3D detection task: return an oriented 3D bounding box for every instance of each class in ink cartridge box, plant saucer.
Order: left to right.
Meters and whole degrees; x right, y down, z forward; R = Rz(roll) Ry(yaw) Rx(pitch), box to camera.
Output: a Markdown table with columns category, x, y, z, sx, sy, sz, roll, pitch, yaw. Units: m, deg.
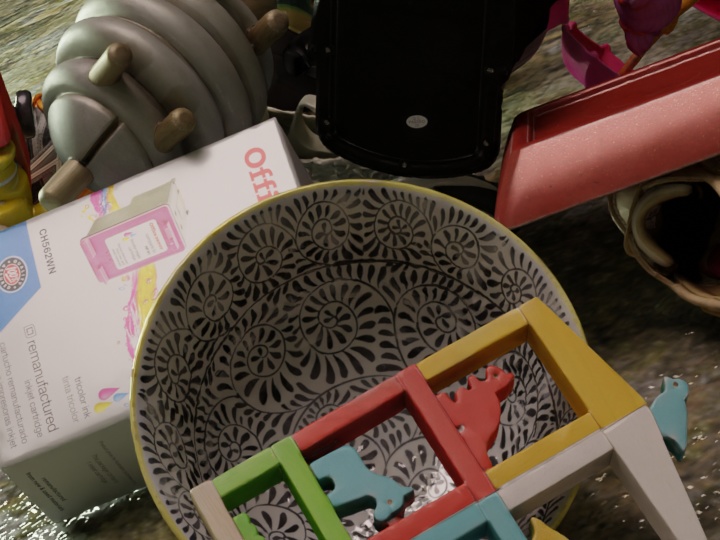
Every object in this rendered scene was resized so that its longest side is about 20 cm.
| category | x | y | z | sx | sy | sz | roll | pitch | yaw |
| --- | --- | --- | --- | --- | --- | --- | --- | --- | --- |
| ink cartridge box | -0.104 | 0.026 | 1.016 | 0.198 | 0.085 | 0.145 | -22 | 59 | 1 |
| plant saucer | 0.159 | -0.085 | 0.989 | 0.198 | 0.037 | 0.200 | -19 | 9 | 9 |

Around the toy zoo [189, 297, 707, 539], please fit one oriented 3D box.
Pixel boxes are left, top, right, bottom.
| category | x | y | z | sx | sy | sz | roll | pitch | yaw |
| --- | --- | --- | --- | --- | --- | --- | --- | --- | --- |
| toy zoo | 0.048 | 0.096 | 0.755 | 0.199 | 0.021 | 0.132 | -29 | 66 | -13 |

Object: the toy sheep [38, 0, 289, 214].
| category | x | y | z | sx | sy | sz | roll | pitch | yaw |
| --- | --- | --- | --- | --- | --- | --- | --- | --- | --- |
| toy sheep | -0.117 | -0.106 | 1.075 | 0.137 | 0.139 | 0.200 | 3 | 40 | 49 |

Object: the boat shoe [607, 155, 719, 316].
| category | x | y | z | sx | sy | sz | roll | pitch | yaw |
| --- | --- | --- | --- | --- | --- | --- | --- | --- | --- |
| boat shoe | 0.167 | -0.024 | 0.931 | 0.069 | 0.074 | 0.200 | 7 | 12 | -22 |

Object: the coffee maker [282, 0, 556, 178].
| category | x | y | z | sx | sy | sz | roll | pitch | yaw |
| --- | --- | --- | --- | --- | --- | --- | --- | --- | --- |
| coffee maker | 0.059 | -0.173 | 1.073 | 0.193 | 0.134 | 0.200 | -62 | -1 | 30 |

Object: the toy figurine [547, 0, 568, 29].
| category | x | y | z | sx | sy | sz | roll | pitch | yaw |
| --- | --- | --- | --- | --- | --- | --- | --- | --- | --- |
| toy figurine | 0.078 | -0.190 | 1.280 | 0.149 | 0.202 | 0.184 | 2 | 25 | -14 |

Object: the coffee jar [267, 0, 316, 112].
| category | x | y | z | sx | sy | sz | roll | pitch | yaw |
| --- | --- | --- | --- | --- | --- | --- | --- | --- | --- |
| coffee jar | -0.050 | -0.200 | 1.251 | 0.104 | 0.085 | 0.202 | -3 | 67 | 45 |

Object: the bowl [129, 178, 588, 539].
| category | x | y | z | sx | sy | sz | roll | pitch | yaw |
| --- | --- | --- | --- | --- | --- | --- | --- | --- | --- |
| bowl | 0.001 | 0.070 | 0.833 | 0.198 | 0.094 | 0.203 | 0 | 65 | 1 |

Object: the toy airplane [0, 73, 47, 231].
| category | x | y | z | sx | sy | sz | roll | pitch | yaw |
| --- | --- | --- | --- | --- | --- | --- | --- | --- | --- |
| toy airplane | -0.223 | -0.004 | 1.140 | 0.200 | 0.199 | 0.141 | -50 | 17 | 5 |

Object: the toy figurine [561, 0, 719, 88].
| category | x | y | z | sx | sy | sz | roll | pitch | yaw |
| --- | --- | --- | --- | --- | --- | --- | --- | --- | --- |
| toy figurine | 0.203 | -0.180 | 1.176 | 0.150 | 0.201 | 0.184 | 33 | 64 | 19 |

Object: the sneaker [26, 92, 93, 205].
| category | x | y | z | sx | sy | sz | roll | pitch | yaw |
| --- | --- | --- | --- | --- | --- | --- | --- | --- | --- |
| sneaker | -0.186 | -0.093 | 1.227 | 0.200 | 0.077 | 0.078 | -50 | 12 | 4 |

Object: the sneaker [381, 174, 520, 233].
| category | x | y | z | sx | sy | sz | roll | pitch | yaw |
| --- | --- | --- | --- | --- | --- | --- | --- | --- | --- |
| sneaker | 0.000 | 0.000 | 1.094 | 0.198 | 0.074 | 0.080 | -16 | 53 | 2 |

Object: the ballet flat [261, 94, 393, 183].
| category | x | y | z | sx | sy | sz | roll | pitch | yaw |
| --- | --- | --- | --- | --- | --- | --- | --- | --- | --- |
| ballet flat | -0.043 | -0.083 | 1.156 | 0.198 | 0.072 | 0.072 | 9 | 32 | 17 |

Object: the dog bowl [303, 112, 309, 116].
| category | x | y | z | sx | sy | sz | roll | pitch | yaw |
| --- | --- | --- | --- | --- | --- | --- | --- | --- | --- |
| dog bowl | -0.097 | -0.042 | 1.263 | 0.198 | 0.074 | 0.200 | -20 | 22 | 9 |
